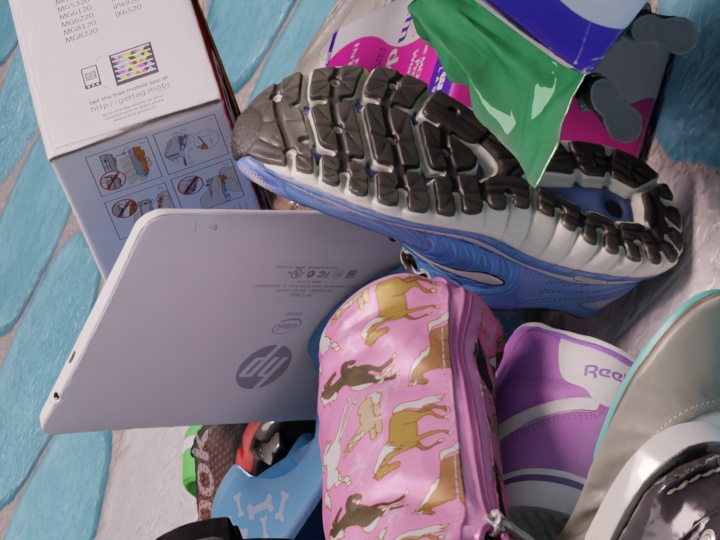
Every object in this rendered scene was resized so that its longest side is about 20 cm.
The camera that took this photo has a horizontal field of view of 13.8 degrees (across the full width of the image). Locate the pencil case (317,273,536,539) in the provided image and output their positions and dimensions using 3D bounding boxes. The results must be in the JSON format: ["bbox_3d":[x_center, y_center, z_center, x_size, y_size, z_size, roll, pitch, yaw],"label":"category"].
[{"bbox_3d":[0.025,0.084,1.179,0.200,0.086,0.083,-96,-12,-56],"label":"pencil case"}]

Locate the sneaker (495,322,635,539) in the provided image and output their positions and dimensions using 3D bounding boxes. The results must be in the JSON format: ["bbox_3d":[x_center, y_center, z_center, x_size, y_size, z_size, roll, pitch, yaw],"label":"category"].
[{"bbox_3d":[0.057,0.087,1.298,0.200,0.072,0.115,-26,41,50],"label":"sneaker"}]

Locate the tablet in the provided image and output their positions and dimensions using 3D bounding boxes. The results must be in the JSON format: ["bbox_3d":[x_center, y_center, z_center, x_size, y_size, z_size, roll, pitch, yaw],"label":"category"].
[{"bbox_3d":[-0.037,0.024,1.317,0.014,0.199,0.131,57,131,35],"label":"tablet"}]

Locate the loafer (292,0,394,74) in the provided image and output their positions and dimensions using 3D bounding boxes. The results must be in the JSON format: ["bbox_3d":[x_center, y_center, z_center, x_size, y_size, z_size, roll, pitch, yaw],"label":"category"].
[{"bbox_3d":[0.003,-0.114,1.655,0.200,0.070,0.070,-50,20,26],"label":"loafer"}]

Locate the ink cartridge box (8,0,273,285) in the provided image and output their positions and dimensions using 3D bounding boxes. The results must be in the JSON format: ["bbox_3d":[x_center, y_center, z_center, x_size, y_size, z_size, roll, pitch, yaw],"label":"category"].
[{"bbox_3d":[-0.095,-0.061,1.383,0.201,0.083,0.176,71,180,-50],"label":"ink cartridge box"}]

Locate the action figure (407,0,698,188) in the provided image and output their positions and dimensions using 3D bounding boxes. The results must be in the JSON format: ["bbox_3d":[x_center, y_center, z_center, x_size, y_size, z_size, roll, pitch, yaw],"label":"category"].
[{"bbox_3d":[0.069,-0.109,1.244,0.118,0.055,0.200,-56,29,3],"label":"action figure"}]

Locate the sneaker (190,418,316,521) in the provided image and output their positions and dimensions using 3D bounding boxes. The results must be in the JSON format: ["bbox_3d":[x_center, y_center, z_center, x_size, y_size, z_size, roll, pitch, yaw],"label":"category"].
[{"bbox_3d":[-0.048,0.124,1.477,0.098,0.070,0.202,-120,35,-51],"label":"sneaker"}]

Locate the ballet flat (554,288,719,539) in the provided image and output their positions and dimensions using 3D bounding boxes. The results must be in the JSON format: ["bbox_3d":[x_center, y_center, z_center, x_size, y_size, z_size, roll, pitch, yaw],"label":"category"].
[{"bbox_3d":[0.113,0.102,1.153,0.064,0.067,0.201,50,122,38],"label":"ballet flat"}]

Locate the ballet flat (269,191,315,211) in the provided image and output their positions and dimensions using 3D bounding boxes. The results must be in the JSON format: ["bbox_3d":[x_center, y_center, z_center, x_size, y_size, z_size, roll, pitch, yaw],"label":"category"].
[{"bbox_3d":[0.000,0.000,1.382,0.068,0.200,0.068,18,68,29],"label":"ballet flat"}]

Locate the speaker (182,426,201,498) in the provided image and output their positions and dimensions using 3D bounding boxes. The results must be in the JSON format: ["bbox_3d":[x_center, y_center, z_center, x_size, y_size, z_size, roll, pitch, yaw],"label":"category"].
[{"bbox_3d":[-0.034,0.029,1.573,0.088,0.088,0.201,-26,46,63],"label":"speaker"}]

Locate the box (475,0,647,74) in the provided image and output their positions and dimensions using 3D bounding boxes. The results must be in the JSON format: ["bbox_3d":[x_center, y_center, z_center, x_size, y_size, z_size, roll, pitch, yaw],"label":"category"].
[{"bbox_3d":[0.082,-0.204,1.159,0.200,0.105,0.184,-52,25,6],"label":"box"}]

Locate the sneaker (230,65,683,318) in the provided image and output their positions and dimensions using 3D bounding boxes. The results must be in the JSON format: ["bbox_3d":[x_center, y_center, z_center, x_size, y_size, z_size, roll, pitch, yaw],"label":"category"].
[{"bbox_3d":[0.034,-0.020,1.260,0.089,0.199,0.079,-53,26,44],"label":"sneaker"}]

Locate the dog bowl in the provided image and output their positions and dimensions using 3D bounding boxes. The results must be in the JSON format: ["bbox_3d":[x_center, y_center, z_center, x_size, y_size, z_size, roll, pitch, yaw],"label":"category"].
[{"bbox_3d":[0.011,0.085,1.360,0.201,0.111,0.050,-57,42,30],"label":"dog bowl"}]

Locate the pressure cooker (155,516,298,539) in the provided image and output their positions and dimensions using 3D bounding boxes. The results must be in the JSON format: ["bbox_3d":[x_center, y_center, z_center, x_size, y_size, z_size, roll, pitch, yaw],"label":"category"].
[{"bbox_3d":[-0.042,0.211,1.259,0.201,0.178,0.176,-98,32,-54],"label":"pressure cooker"}]

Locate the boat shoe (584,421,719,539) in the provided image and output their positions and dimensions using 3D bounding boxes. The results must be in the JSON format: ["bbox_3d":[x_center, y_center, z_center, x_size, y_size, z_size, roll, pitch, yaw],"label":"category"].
[{"bbox_3d":[0.104,0.153,1.091,0.060,0.073,0.201,51,126,46],"label":"boat shoe"}]

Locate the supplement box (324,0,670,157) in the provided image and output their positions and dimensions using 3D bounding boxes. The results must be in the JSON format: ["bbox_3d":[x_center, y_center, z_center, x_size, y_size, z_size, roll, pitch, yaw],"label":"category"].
[{"bbox_3d":[0.051,-0.070,1.415,0.200,0.103,0.102,-17,52,65],"label":"supplement box"}]
